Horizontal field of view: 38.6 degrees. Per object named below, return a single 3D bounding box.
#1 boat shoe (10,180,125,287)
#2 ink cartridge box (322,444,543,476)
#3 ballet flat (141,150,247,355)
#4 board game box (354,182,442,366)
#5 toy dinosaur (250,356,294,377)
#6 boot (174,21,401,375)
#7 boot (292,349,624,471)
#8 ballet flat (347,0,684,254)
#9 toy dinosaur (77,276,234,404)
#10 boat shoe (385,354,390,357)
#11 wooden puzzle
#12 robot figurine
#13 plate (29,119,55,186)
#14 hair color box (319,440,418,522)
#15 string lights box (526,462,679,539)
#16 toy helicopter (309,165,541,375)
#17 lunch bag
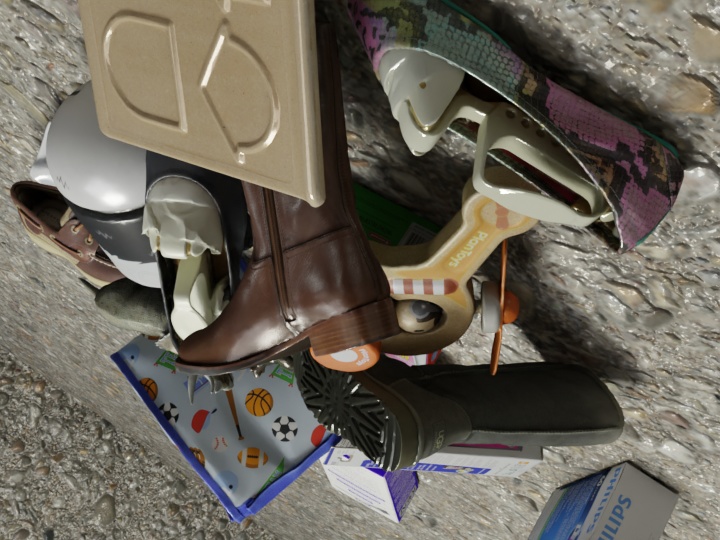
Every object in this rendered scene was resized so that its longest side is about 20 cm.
[{"bbox_3d":[-0.262,-0.041,0.992,0.200,0.072,0.072,24,154,29],"label":"boat shoe"},{"bbox_3d":[0.067,0.171,0.986,0.199,0.037,0.095,2,160,-6],"label":"ink cartridge box"},{"bbox_3d":[-0.114,-0.012,0.707,0.073,0.073,0.200,22,131,28],"label":"ballet flat"},{"bbox_3d":[0.000,0.000,0.825,0.153,0.040,0.200,28,159,13],"label":"board game box"},{"bbox_3d":[-0.049,0.047,0.847,0.102,0.077,0.200,4,137,23],"label":"toy dinosaur"},{"bbox_3d":[-0.068,-0.043,0.634,0.186,0.064,0.201,-15,91,36],"label":"boot"},{"bbox_3d":[0.069,0.084,0.769,0.182,0.200,0.073,42,131,46],"label":"boot"},{"bbox_3d":[0.067,-0.075,0.520,0.200,0.071,0.069,33,160,3],"label":"ballet flat"},{"bbox_3d":[-0.177,0.027,0.890,0.200,0.102,0.077,25,117,19],"label":"toy dinosaur"},{"bbox_3d":[0.030,0.118,1.021,0.065,0.071,0.200,68,159,11],"label":"boat shoe"},{"bbox_3d":[-0.086,-0.145,0.551,0.200,0.046,0.186,23,128,36],"label":"wooden puzzle"},{"bbox_3d":[-0.160,-0.067,0.803,0.150,0.125,0.200,-11,147,8],"label":"robot figurine"},{"bbox_3d":[-0.232,-0.068,1.026,0.199,0.032,0.200,39,159,-12],"label":"plate"},{"bbox_3d":[0.009,0.249,1.326,0.109,0.065,0.200,25,156,19],"label":"hair color box"},{"bbox_3d":[0.216,0.254,0.978,0.059,0.103,0.200,33,160,3],"label":"string lights box"},{"bbox_3d":[0.059,0.004,0.653,0.132,0.079,0.200,19,142,-16],"label":"toy helicopter"},{"bbox_3d":[-0.114,0.123,1.008,0.200,0.170,0.124,45,168,25],"label":"lunch bag"}]
